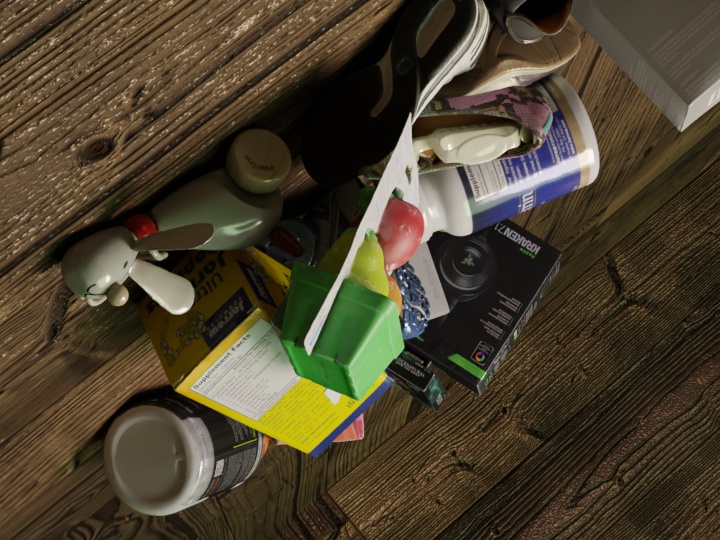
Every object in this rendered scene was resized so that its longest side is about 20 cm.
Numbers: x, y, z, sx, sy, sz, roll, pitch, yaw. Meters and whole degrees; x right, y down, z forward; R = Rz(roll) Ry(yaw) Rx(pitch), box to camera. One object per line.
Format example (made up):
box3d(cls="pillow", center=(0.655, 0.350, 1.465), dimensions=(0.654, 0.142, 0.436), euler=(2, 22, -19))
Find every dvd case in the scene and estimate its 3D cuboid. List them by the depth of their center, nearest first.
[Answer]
box3d(cls="dvd case", center=(0.033, -0.010, 1.442), dimensions=(0.017, 0.143, 0.200), euler=(-20, 177, 24))

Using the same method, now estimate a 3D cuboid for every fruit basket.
box3d(cls="fruit basket", center=(0.001, -0.006, 1.100), dimensions=(0.185, 0.093, 0.201), euler=(75, 31, -70))

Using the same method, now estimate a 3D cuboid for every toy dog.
box3d(cls="toy dog", center=(-0.120, -0.018, 1.035), dimensions=(0.200, 0.096, 0.132), euler=(-39, 167, -15))

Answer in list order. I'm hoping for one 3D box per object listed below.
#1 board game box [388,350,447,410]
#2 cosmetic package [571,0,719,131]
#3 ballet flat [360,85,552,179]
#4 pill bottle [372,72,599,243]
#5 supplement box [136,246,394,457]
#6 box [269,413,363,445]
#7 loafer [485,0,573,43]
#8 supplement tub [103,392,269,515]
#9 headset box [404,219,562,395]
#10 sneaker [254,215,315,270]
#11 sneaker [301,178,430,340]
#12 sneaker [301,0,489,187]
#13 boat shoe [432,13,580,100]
box3d(cls="board game box", center=(0.031, 0.105, 1.562), dimensions=(0.028, 0.135, 0.200), euler=(-57, 168, -6))
box3d(cls="cosmetic package", center=(0.260, -0.237, 1.215), dimensions=(0.107, 0.200, 0.090), euler=(-38, 166, -1))
box3d(cls="ballet flat", center=(0.066, -0.111, 1.175), dimensions=(0.199, 0.069, 0.071), euler=(-9, -151, 16))
box3d(cls="pill bottle", center=(0.116, -0.102, 1.301), dimensions=(0.199, 0.116, 0.116), euler=(-22, 165, -5))
box3d(cls="supplement box", center=(-0.083, 0.066, 1.217), dimensions=(0.109, 0.110, 0.200), euler=(-44, 137, 11))
box3d(cls="box", center=(-0.058, 0.148, 1.600), dimensions=(0.102, 0.095, 0.200), euler=(-2, 178, -6))
box3d(cls="loafer", center=(0.146, -0.229, 1.149), dimensions=(0.072, 0.073, 0.200), euler=(-20, 165, 5))
box3d(cls="supplement tub", center=(-0.183, 0.191, 1.499), dimensions=(0.123, 0.123, 0.200), euler=(-45, 166, 16))
box3d(cls="headset box", center=(0.113, 0.026, 1.610), dimensions=(0.200, 0.174, 0.093), euler=(-56, 168, -6))
box3d(cls="sneaker", center=(-0.104, 0.014, 1.314), dimensions=(0.200, 0.070, 0.082), euler=(-52, -170, 28))
box3d(cls="sneaker", center=(0.000, 0.000, 1.276), dimensions=(0.085, 0.200, 0.077), euler=(-33, 136, 9))
box3d(cls="sneaker", center=(0.041, -0.147, 1.137), dimensions=(0.201, 0.076, 0.115), euler=(-48, 165, 16))
box3d(cls="boat shoe", center=(0.120, -0.189, 1.260), dimensions=(0.200, 0.072, 0.065), euler=(-28, 167, -35))
